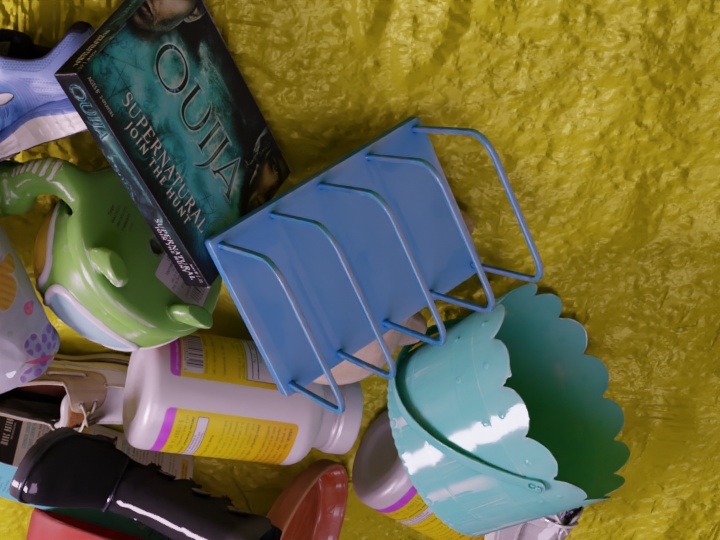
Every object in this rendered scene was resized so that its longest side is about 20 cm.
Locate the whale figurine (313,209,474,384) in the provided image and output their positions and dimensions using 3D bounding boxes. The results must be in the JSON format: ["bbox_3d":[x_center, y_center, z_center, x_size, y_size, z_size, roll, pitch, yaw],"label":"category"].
[{"bbox_3d":[0.000,0.000,1.008,0.200,0.104,0.159,-46,117,0],"label":"whale figurine"}]

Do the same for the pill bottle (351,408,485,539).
[{"bbox_3d":[0.096,0.217,1.166,0.199,0.105,0.104,32,120,-25],"label":"pill bottle"}]

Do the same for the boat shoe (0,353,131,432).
[{"bbox_3d":[-0.262,0.117,1.086,0.198,0.069,0.075,10,127,-12],"label":"boat shoe"}]

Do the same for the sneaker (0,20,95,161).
[{"bbox_3d":[-0.267,-0.134,0.894,0.198,0.079,0.090,-18,107,16],"label":"sneaker"}]

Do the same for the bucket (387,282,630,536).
[{"bbox_3d":[0.127,0.125,1.038,0.134,0.208,0.207,-29,125,28],"label":"bucket"}]

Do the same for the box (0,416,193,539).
[{"bbox_3d":[-0.262,0.193,1.138,0.199,0.083,0.049,22,125,-19],"label":"box"}]

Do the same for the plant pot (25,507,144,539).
[{"bbox_3d":[-0.250,0.340,1.142,0.199,0.179,0.200,18,170,3],"label":"plant pot"}]

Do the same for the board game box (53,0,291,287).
[{"bbox_3d":[-0.130,-0.106,0.880,0.028,0.136,0.201,5,138,34],"label":"board game box"}]

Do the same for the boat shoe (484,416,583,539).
[{"bbox_3d":[0.180,0.215,1.115,0.072,0.201,0.068,38,158,-23],"label":"boat shoe"}]

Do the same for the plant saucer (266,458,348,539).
[{"bbox_3d":[-0.068,0.278,1.158,0.032,0.201,0.202,18,131,17],"label":"plant saucer"}]

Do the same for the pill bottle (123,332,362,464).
[{"bbox_3d":[-0.103,0.115,1.056,0.198,0.105,0.105,11,128,-22],"label":"pill bottle"}]

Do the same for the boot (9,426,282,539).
[{"bbox_3d":[-0.175,0.205,1.008,0.199,0.165,0.066,27,95,14],"label":"boot"}]

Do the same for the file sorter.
[{"bbox_3d":[0.014,-0.006,0.885,0.199,0.122,0.140,-32,109,-18],"label":"file sorter"}]

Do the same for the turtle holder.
[{"bbox_3d":[-0.204,-0.009,0.942,0.131,0.142,0.185,-22,155,38],"label":"turtle holder"}]

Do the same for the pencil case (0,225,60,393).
[{"bbox_3d":[-0.301,-0.001,0.888,0.090,0.083,0.201,7,132,35],"label":"pencil case"}]
